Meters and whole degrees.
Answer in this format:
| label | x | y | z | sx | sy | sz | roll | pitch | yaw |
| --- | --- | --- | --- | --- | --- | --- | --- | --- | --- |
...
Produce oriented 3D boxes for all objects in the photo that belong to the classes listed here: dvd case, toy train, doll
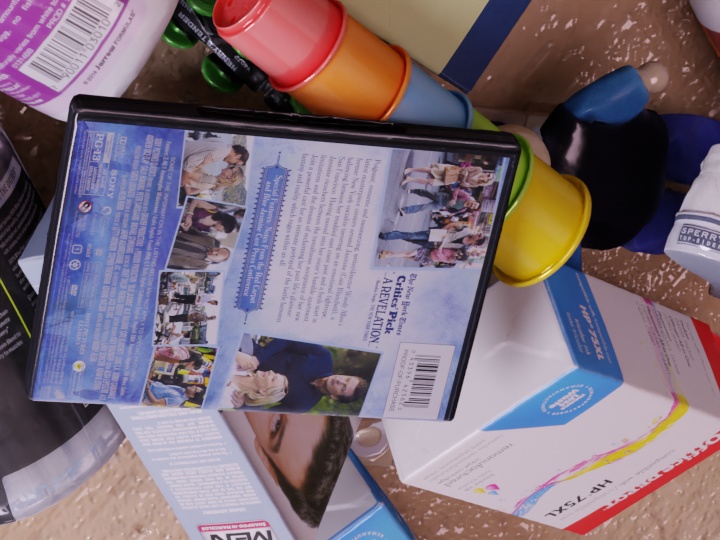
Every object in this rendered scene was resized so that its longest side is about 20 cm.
| label | x | y | z | sx | sy | sz | roll | pitch | yaw |
| --- | --- | --- | --- | --- | --- | --- | --- | --- | --- |
| dvd case | -0.038 | -0.002 | 1.117 | 0.199 | 0.018 | 0.143 | 4 | 118 | -17 |
| toy train | -0.015 | -0.073 | 1.216 | 0.200 | 0.056 | 0.042 | 45 | 136 | -2 |
| doll | 0.127 | -0.041 | 1.285 | 0.199 | 0.048 | 0.137 | 6 | 110 | -48 |

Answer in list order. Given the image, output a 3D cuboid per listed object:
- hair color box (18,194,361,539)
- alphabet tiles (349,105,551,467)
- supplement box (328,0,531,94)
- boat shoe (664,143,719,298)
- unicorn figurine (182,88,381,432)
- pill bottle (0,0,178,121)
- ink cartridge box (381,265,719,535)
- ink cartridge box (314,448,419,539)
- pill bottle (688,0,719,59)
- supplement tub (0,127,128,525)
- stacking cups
| label | x | y | z | sx | sy | sz | roll | pitch | yaw |
| --- | --- | --- | --- | --- | --- | --- | --- | --- | --- |
| hair color box | -0.075 | 0.034 | 1.207 | 0.060 | 0.099 | 0.201 | -7 | 129 | 28 |
| alphabet tiles | 0.020 | 0.009 | 1.331 | 0.166 | 0.008 | 0.201 | 4 | 109 | -22 |
| supplement box | 0.006 | -0.226 | 1.156 | 0.199 | 0.134 | 0.201 | 30 | 99 | -28 |
| boat shoe | 0.205 | -0.027 | 1.285 | 0.202 | 0.074 | 0.087 | 27 | 81 | -63 |
| unicorn figurine | 0.000 | 0.000 | 1.274 | 0.137 | 0.074 | 0.201 | -14 | 113 | -19 |
| pill bottle | -0.184 | -0.155 | 1.127 | 0.199 | 0.112 | 0.113 | 28 | 99 | -28 |
| ink cartridge box | 0.113 | 0.070 | 1.301 | 0.116 | 0.068 | 0.199 | -36 | 146 | 27 |
| ink cartridge box | 0.007 | 0.207 | 1.370 | 0.116 | 0.068 | 0.200 | -36 | 120 | 0 |
| pill bottle | 0.232 | -0.129 | 1.295 | 0.112 | 0.112 | 0.200 | -37 | 119 | -3 |
| supplement tub | -0.194 | 0.009 | 1.184 | 0.122 | 0.123 | 0.201 | -28 | 118 | -8 |
| stacking cups | 0.021 | -0.070 | 1.136 | 0.061 | 0.061 | 0.200 | -48 | 123 | 3 |
